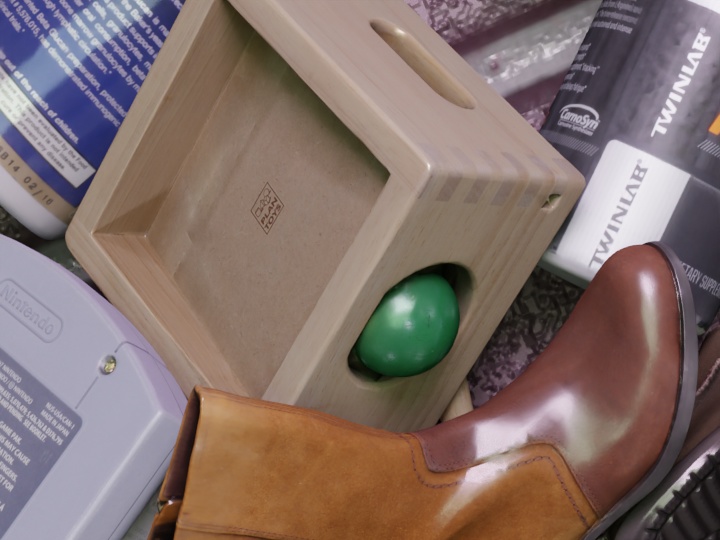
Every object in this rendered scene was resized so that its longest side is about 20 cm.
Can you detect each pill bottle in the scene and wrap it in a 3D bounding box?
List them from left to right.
[{"bbox_3d":[-0.100,-0.117,0.987,0.200,0.111,0.111,-40,83,3],"label":"pill bottle"},{"bbox_3d":[0.146,-0.082,0.958,0.106,0.106,0.201,25,90,7],"label":"pill bottle"}]

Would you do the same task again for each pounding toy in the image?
[{"bbox_3d":[0.000,0.000,0.933,0.200,0.142,0.185,48,119,33],"label":"pounding toy"}]

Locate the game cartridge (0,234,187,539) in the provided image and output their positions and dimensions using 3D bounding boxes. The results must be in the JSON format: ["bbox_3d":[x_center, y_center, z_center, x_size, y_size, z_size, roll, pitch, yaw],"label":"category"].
[{"bbox_3d":[-0.156,0.059,0.924,0.133,0.042,0.200,-51,47,-5],"label":"game cartridge"}]

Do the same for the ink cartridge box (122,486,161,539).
[{"bbox_3d":[-0.181,0.134,0.951,0.198,0.043,0.201,15,74,39],"label":"ink cartridge box"}]

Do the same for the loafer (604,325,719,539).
[{"bbox_3d":[0.172,0.064,0.950,0.200,0.071,0.073,-40,123,-22],"label":"loafer"}]

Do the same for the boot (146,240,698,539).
[{"bbox_3d":[0.020,0.061,0.854,0.199,0.069,0.189,11,118,-28],"label":"boot"}]

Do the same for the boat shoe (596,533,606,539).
[{"bbox_3d":[0.167,0.138,0.963,0.198,0.066,0.075,-13,86,6],"label":"boat shoe"}]
